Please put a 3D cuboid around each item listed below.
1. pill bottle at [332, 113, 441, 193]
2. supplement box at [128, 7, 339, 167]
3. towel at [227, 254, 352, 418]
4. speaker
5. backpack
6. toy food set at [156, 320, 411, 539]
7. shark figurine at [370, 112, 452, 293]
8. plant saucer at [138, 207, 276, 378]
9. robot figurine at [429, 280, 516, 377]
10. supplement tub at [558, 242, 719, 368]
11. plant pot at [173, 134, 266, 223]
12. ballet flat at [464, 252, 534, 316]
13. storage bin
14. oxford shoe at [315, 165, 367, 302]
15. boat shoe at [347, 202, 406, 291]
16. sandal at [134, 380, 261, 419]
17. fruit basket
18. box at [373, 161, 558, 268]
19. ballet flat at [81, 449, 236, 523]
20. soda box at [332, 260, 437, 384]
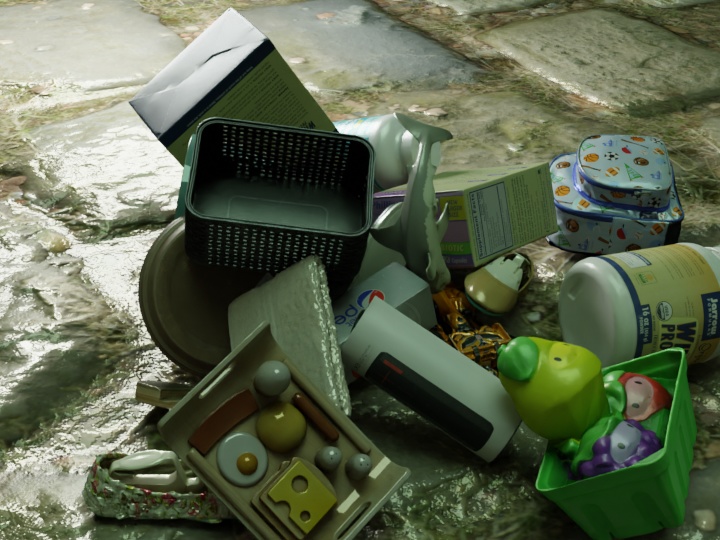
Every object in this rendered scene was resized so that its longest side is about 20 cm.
[{"bbox_3d":[0.017,-0.164,1.613,0.199,0.112,0.111,-2,21,40],"label":"pill bottle"},{"bbox_3d":[-0.171,-0.209,1.562,0.200,0.200,0.134,-42,41,-1],"label":"supplement box"},{"bbox_3d":[-0.076,0.093,1.175,0.034,0.132,0.201,28,42,-46],"label":"towel"},{"bbox_3d":[0.074,0.112,1.176,0.199,0.081,0.081,34,35,1],"label":"speaker"},{"bbox_3d":[0.351,-0.100,1.584,0.189,0.155,0.201,-2,32,9],"label":"backpack"},{"bbox_3d":[-0.068,0.165,1.035,0.200,0.060,0.143,46,68,1],"label":"toy food set"},{"bbox_3d":[0.054,-0.068,1.290,0.089,0.217,0.128,0,13,18],"label":"shark figurine"},{"bbox_3d":[-0.151,0.023,1.274,0.198,0.202,0.029,-5,-6,-16],"label":"plant saucer"},{"bbox_3d":[0.107,0.070,1.342,0.144,0.059,0.200,-12,34,-24],"label":"robot figurine"},{"bbox_3d":[0.351,0.045,1.333,0.198,0.146,0.145,-9,33,-20],"label":"supplement tub"},{"bbox_3d":[-0.146,-0.055,1.394,0.159,0.202,0.201,9,30,-6],"label":"plant pot"},{"bbox_3d":[0.175,0.008,1.385,0.068,0.063,0.200,35,14,9],"label":"ballet flat"},{"bbox_3d":[-0.089,-0.077,1.235,0.198,0.094,0.136,6,58,-5],"label":"storage bin"},{"bbox_3d":[-0.030,-0.027,1.323,0.072,0.085,0.201,12,45,-1],"label":"oxford shoe"},{"bbox_3d":[0.000,0.000,1.365,0.062,0.073,0.201,12,68,47],"label":"boat shoe"},{"bbox_3d":[-0.163,0.163,1.156,0.077,0.070,0.211,6,1,-43],"label":"sandal"},{"bbox_3d":[0.234,0.136,1.109,0.155,0.217,0.216,-21,18,30],"label":"fruit basket"},{"bbox_3d":[0.130,-0.072,1.469,0.175,0.098,0.199,-1,13,42],"label":"box"},{"bbox_3d":[-0.167,0.203,1.079,0.198,0.064,0.076,-1,30,-11],"label":"ballet flat"},{"bbox_3d":[-0.011,0.074,1.264,0.199,0.064,0.068,-33,42,-22],"label":"soda box"}]
